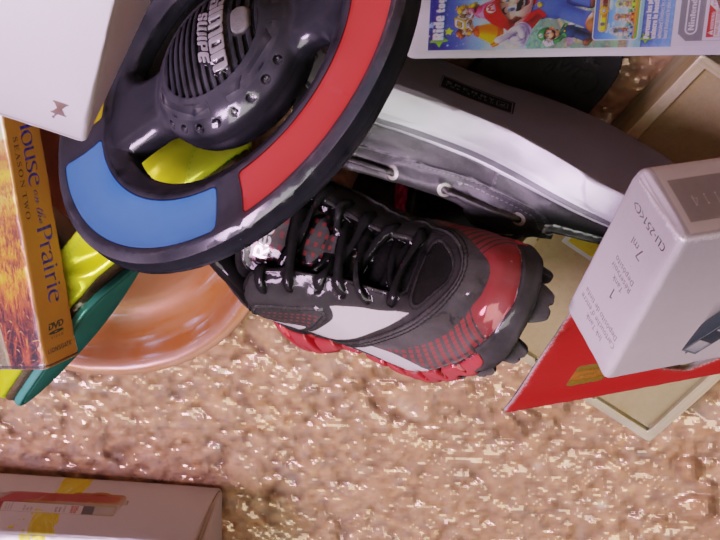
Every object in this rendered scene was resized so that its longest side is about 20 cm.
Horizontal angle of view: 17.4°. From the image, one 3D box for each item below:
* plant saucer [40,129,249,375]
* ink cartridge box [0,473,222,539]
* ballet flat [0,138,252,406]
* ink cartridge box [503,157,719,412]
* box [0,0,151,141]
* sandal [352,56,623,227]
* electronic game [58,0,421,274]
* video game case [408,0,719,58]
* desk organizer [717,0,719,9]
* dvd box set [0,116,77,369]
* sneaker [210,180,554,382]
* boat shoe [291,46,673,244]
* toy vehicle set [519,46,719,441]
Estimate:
[{"bbox_3d":[-0.138,-0.036,1.167,0.199,0.038,0.201,6,129,8],"label":"plant saucer"},{"bbox_3d":[-0.177,0.193,1.292,0.199,0.083,0.146,3,109,7],"label":"ink cartridge box"},{"bbox_3d":[-0.126,-0.017,1.124,0.067,0.067,0.200,47,122,2],"label":"ballet flat"},{"bbox_3d":[0.182,0.013,1.043,0.199,0.045,0.177,-9,145,-26],"label":"ink cartridge box"},{"bbox_3d":[-0.136,-0.163,0.963,0.124,0.200,0.098,18,129,-2],"label":"box"},{"bbox_3d":[0.051,-0.049,1.107,0.075,0.045,0.200,29,128,-10],"label":"sandal"},{"bbox_3d":[-0.054,-0.089,1.006,0.199,0.201,0.042,-26,136,29],"label":"electronic game"},{"bbox_3d":[0.120,-0.155,0.996,0.199,0.018,0.144,-1,128,-5],"label":"video game case"},{"bbox_3d":[0.240,-0.137,0.956,0.199,0.072,0.077,-24,124,18],"label":"desk organizer"},{"bbox_3d":[-0.213,-0.053,1.108,0.146,0.029,0.201,0,104,29],"label":"dvd box set"},{"bbox_3d":[0.000,0.000,1.058,0.098,0.071,0.200,31,167,-35],"label":"sneaker"},{"bbox_3d":[0.062,-0.047,1.057,0.199,0.069,0.057,24,118,4],"label":"boat shoe"},{"bbox_3d":[0.151,-0.013,1.124,0.124,0.027,0.200,33,127,-13],"label":"toy vehicle set"}]
